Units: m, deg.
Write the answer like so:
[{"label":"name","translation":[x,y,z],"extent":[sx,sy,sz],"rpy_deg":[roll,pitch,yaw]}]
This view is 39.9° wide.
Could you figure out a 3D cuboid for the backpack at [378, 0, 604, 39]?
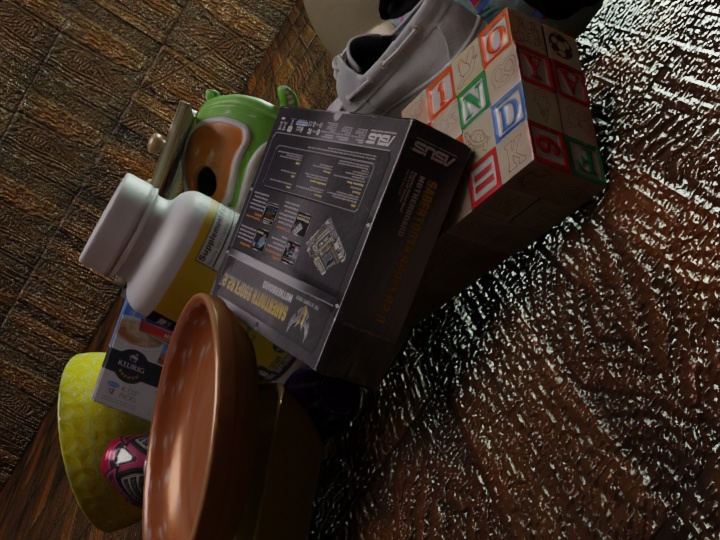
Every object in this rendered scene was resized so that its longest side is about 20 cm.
[{"label":"backpack","translation":[0.106,-0.214,0.733],"extent":[0.167,0.127,0.200],"rpy_deg":[-47,13,-29]}]

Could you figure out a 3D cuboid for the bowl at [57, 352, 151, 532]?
[{"label":"bowl","translation":[-0.247,0.181,1.108],"extent":[0.107,0.201,0.200],"rpy_deg":[-13,27,5]}]

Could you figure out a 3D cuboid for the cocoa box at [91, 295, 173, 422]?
[{"label":"cocoa box","translation":[-0.169,0.062,0.998],"extent":[0.200,0.133,0.132],"rpy_deg":[-95,27,-77]}]

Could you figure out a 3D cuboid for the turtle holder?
[{"label":"turtle holder","translation":[-0.104,-0.086,0.995],"extent":[0.186,0.140,0.132],"rpy_deg":[78,-153,-62]}]

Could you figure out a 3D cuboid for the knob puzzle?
[{"label":"knob puzzle","translation":[-0.207,-0.069,0.980],"extent":[0.220,0.030,0.221],"rpy_deg":[-161,90,-84]}]

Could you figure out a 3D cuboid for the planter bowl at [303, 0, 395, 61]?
[{"label":"planter bowl","translation":[0.043,-0.237,0.902],"extent":[0.200,0.199,0.136],"rpy_deg":[-37,54,53]}]

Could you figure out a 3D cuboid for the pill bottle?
[{"label":"pill bottle","translation":[-0.122,0.004,0.816],"extent":[0.112,0.199,0.112],"rpy_deg":[-53,17,24]}]

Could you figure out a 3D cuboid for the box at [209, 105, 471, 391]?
[{"label":"box","translation":[-0.023,-0.025,0.663],"extent":[0.200,0.048,0.159],"rpy_deg":[20,90,61]}]

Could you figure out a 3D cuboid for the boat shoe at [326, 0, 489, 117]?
[{"label":"boat shoe","translation":[0.016,-0.145,0.726],"extent":[0.072,0.068,0.200],"rpy_deg":[-58,19,-20]}]

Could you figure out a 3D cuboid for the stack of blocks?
[{"label":"stack of blocks","translation":[0.062,-0.059,0.653],"extent":[0.200,0.058,0.116],"rpy_deg":[-40,44,45]}]

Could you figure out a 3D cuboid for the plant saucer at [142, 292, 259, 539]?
[{"label":"plant saucer","translation":[-0.109,0.117,0.675],"extent":[0.200,0.037,0.202],"rpy_deg":[-171,90,-69]}]

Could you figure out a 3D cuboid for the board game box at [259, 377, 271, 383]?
[{"label":"board game box","translation":[-0.046,0.041,0.929],"extent":[0.200,0.032,0.120],"rpy_deg":[-44,18,46]}]

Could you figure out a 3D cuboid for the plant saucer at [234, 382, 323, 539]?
[{"label":"plant saucer","translation":[-0.082,0.184,0.694],"extent":[0.200,0.048,0.201],"rpy_deg":[161,120,-66]}]

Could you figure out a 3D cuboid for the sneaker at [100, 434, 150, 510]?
[{"label":"sneaker","translation":[-0.165,0.181,0.872],"extent":[0.200,0.074,0.081],"rpy_deg":[85,-162,-65]}]

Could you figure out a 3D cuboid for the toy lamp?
[{"label":"toy lamp","translation":[-0.058,0.114,0.789],"extent":[0.200,0.058,0.058],"rpy_deg":[-34,30,58]}]

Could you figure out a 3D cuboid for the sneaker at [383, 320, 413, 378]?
[{"label":"sneaker","translation":[0.000,0.000,0.770],"extent":[0.078,0.079,0.200],"rpy_deg":[-51,18,28]}]
